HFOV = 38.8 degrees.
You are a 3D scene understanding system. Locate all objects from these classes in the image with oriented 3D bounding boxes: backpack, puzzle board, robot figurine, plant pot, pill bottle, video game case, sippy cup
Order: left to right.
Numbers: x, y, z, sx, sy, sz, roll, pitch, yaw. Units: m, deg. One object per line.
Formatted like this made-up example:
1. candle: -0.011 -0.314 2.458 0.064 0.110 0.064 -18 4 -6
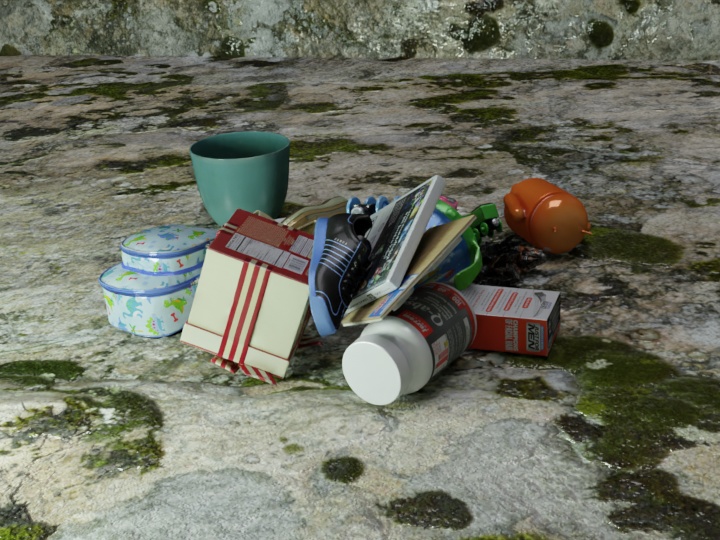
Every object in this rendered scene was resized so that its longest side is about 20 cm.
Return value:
1. backpack: -0.315 0.012 1.651 0.183 0.147 0.200 10 30 36
2. plant pot: -0.237 -0.177 2.067 0.200 0.161 0.201 -2 23 1
3. video game case: 0.033 -0.030 1.476 0.182 0.023 0.200 -29 29 53
4. puzzle board: 0.067 0.004 1.420 0.200 0.017 0.151 -47 12 -18
5. pill bottle: 0.069 0.102 1.429 0.116 0.116 0.200 12 27 31
6. sippy cup: 0.090 -0.023 1.571 0.130 0.140 0.178 -40 9 -26
7. robot figurine: 0.338 -0.100 1.877 0.117 0.144 0.200 -40 30 -3

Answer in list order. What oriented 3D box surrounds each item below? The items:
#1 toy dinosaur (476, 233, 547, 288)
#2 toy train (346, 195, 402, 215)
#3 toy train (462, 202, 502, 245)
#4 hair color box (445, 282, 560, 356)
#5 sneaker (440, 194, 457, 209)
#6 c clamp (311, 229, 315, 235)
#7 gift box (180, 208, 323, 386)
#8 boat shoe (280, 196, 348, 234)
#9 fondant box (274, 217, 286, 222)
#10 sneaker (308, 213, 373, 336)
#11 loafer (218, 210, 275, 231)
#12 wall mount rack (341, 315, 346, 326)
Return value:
1. toy dinosaur: 0.221 -0.006 1.738 0.200 0.102 0.136 -26 11 -7
2. toy train: 0.043 -0.074 1.803 0.087 0.115 0.200 0 4 30
3. toy train: 0.182 -0.064 1.769 0.042 0.057 0.200 -13 -11 -26
4. hair color box: 0.195 0.071 1.555 0.200 0.064 0.111 4 23 21
5. sneaker: 0.116 -0.073 1.758 0.079 0.096 0.200 26 20 8
6. c clamp: 0.000 0.000 1.633 0.170 0.027 0.200 -2 55 -5
7. gift box: -0.141 0.048 1.504 0.200 0.187 0.185 23 27 5
8. boat shoe: -0.069 -0.074 1.796 0.076 0.072 0.200 35 44 25
9. fondant box: -0.087 -0.056 1.897 0.200 0.058 0.144 -12 25 -18
10. sneaker: -0.024 -0.001 1.415 0.078 0.070 0.200 -9 53 14
11. loafer: -0.235 -0.043 1.806 0.200 0.068 0.076 -31 27 -4
12. wall mount rack: 0.038 0.033 1.663 0.199 0.075 0.174 0 55 9
